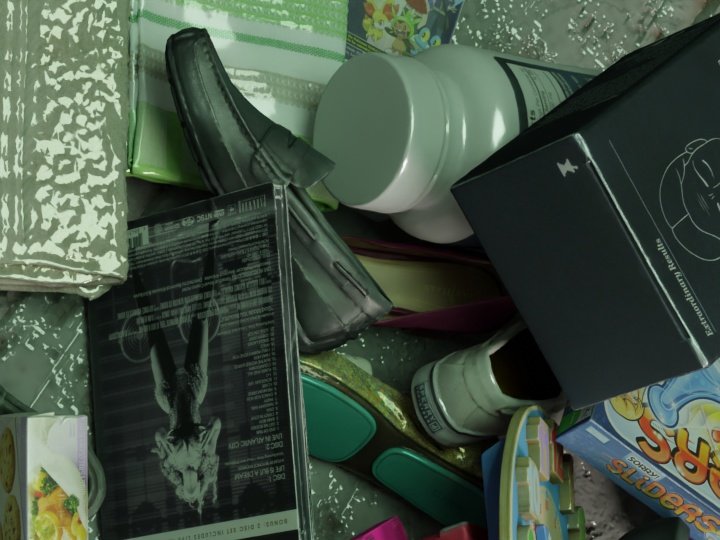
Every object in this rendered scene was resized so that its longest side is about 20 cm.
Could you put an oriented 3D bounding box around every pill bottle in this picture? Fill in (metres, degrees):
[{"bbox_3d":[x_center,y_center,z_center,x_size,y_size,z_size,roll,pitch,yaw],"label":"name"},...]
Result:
[{"bbox_3d":[0.074,-0.072,1.713,0.199,0.119,0.120,7,74,-40],"label":"pill bottle"}]

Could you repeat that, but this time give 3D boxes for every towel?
[{"bbox_3d":[-0.071,-0.143,1.699,0.148,0.031,0.201,8,74,-25],"label":"towel"},{"bbox_3d":[-0.194,-0.084,1.625,0.132,0.034,0.201,4,75,-14],"label":"towel"}]

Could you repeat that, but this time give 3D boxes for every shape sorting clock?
[{"bbox_3d":[0.108,0.176,1.637,0.039,0.200,0.201,-10,80,14],"label":"shape sorting clock"}]

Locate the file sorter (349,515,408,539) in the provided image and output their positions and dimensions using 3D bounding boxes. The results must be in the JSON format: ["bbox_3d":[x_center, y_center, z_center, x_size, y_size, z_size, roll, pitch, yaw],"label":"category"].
[{"bbox_3d":[-0.009,0.256,1.586,0.125,0.139,0.201,-21,87,7],"label":"file sorter"}]

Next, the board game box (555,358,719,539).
[{"bbox_3d":[0.214,0.098,1.700,0.200,0.034,0.136,35,49,-18],"label":"board game box"}]

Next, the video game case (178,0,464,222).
[{"bbox_3d":[-0.040,-0.152,1.748,0.199,0.023,0.183,27,67,-20],"label":"video game case"}]

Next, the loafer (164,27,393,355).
[{"bbox_3d":[-0.048,-0.051,1.633,0.070,0.068,0.201,-26,95,7],"label":"loafer"}]

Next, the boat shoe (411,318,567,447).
[{"bbox_3d":[0.112,0.056,1.717,0.200,0.070,0.071,-8,74,-53],"label":"boat shoe"}]

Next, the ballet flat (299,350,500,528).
[{"bbox_3d":[0.009,0.088,1.698,0.199,0.071,0.071,31,65,-18],"label":"ballet flat"}]

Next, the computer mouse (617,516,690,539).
[{"bbox_3d":[0.158,0.224,1.677,0.052,0.201,0.139,8,41,8],"label":"computer mouse"}]

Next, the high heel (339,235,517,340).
[{"bbox_3d":[0.000,0.000,1.688,0.199,0.096,0.068,6,71,-28],"label":"high heel"}]

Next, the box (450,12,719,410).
[{"bbox_3d":[0.173,-0.039,1.631,0.200,0.107,0.149,-36,100,-44],"label":"box"}]

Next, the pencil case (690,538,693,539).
[{"bbox_3d":[0.232,0.100,1.797,0.084,0.085,0.201,33,58,-64],"label":"pencil case"}]

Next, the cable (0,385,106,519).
[{"bbox_3d":[-0.222,0.065,1.590,0.200,0.050,0.098,31,74,-29],"label":"cable"}]

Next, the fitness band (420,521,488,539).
[{"bbox_3d":[0.073,0.219,1.641,0.037,0.200,0.144,-18,76,11],"label":"fitness band"}]

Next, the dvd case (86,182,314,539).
[{"bbox_3d":[-0.092,0.063,1.598,0.016,0.148,0.201,10,72,-50],"label":"dvd case"}]

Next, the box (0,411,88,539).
[{"bbox_3d":[-0.172,0.177,1.565,0.039,0.041,0.201,0,89,-31],"label":"box"}]
